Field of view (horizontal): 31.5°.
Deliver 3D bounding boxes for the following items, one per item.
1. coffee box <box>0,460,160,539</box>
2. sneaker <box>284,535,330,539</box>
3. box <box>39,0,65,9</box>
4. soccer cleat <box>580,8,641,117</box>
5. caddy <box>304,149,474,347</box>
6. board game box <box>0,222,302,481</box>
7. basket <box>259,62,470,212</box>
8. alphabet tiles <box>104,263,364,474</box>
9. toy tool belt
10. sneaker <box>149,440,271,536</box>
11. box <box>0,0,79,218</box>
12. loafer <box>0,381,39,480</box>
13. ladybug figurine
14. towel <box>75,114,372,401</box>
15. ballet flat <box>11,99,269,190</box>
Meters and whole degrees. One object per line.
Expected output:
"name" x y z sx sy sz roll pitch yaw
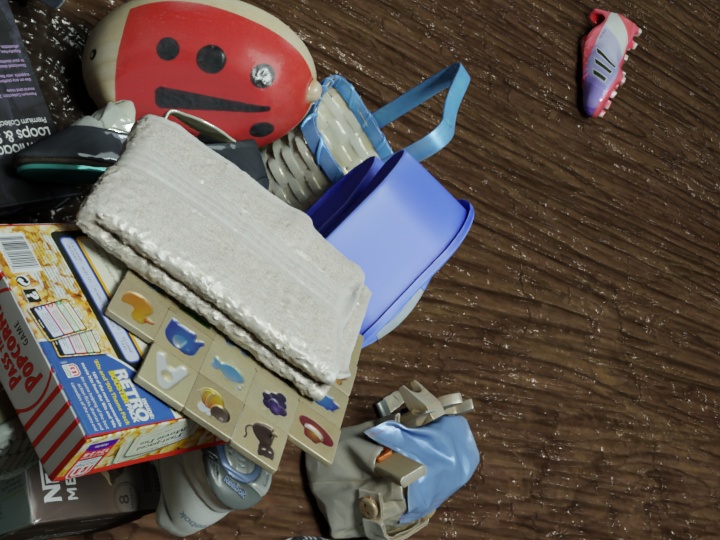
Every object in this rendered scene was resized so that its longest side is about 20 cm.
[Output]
"coffee box" -0.217 0.081 0.889 0.113 0.080 0.201 5 68 -48
"sneaker" 0.015 0.255 1.037 0.199 0.114 0.076 19 65 -43
"box" -0.223 -0.353 0.985 0.123 0.198 0.201 28 40 -38
"soccer cleat" 0.322 -0.281 1.726 0.076 0.067 0.201 26 51 2
"caddy" 0.000 0.000 0.988 0.200 0.141 0.105 -45 104 -13
"board game box" -0.133 0.039 0.793 0.199 0.046 0.152 -4 55 -51
"basket" 0.003 -0.106 1.131 0.139 0.199 0.177 52 26 -14
"alphabet tiles" -0.073 0.036 0.815 0.166 0.006 0.200 36 32 -13
"toy tool belt" 0.053 0.161 1.127 0.200 0.122 0.126 -23 90 -52
"sneaker" -0.118 0.091 0.880 0.074 0.087 0.201 33 32 -32
"box" -0.301 -0.132 0.937 0.143 0.036 0.201 -18 86 -52
"loafer" -0.198 0.061 0.812 0.070 0.075 0.200 40 32 1
"ladybug figurine" -0.131 -0.151 1.026 0.072 0.198 0.137 -78 170 -59
"towel" -0.080 -0.012 0.825 0.200 0.034 0.133 36 31 -12
"ballet flat" -0.162 -0.091 0.967 0.199 0.073 0.074 8 64 -26
